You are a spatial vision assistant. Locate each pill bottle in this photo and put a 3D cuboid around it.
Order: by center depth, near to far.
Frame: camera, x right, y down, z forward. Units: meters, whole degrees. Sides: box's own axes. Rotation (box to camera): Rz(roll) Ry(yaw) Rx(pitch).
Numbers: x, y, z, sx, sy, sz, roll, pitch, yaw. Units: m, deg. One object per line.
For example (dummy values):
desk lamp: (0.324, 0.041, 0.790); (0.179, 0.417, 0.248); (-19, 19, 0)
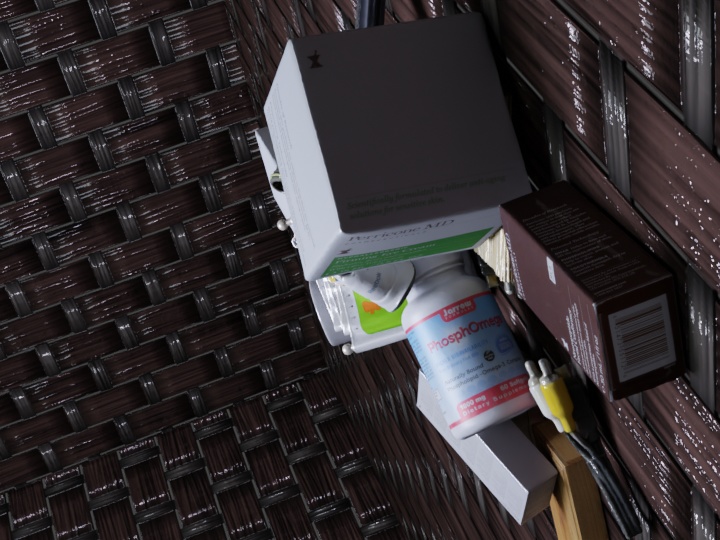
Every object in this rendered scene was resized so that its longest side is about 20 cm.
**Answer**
pill bottle: (0.113, 0.078, 1.400); (0.109, 0.108, 0.201); (105, 140, -77)
pill bottle: (0.044, 0.019, 1.566); (0.114, 0.199, 0.115); (-20, -90, -86)

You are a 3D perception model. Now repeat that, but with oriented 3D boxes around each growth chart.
growth chart: (0.000, 0.000, 1.494); (0.201, 0.144, 0.018); (64, -155, 4)

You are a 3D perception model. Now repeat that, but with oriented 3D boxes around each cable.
cable: (0.224, 0.182, 1.295); (0.097, 0.050, 0.201); (84, 165, -80)
cable: (0.146, -0.064, 1.387); (0.097, 0.050, 0.201); (21, -120, -78)

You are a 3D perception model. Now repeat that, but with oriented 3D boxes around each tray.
tray: (0.250, 0.279, 1.465); (0.099, 0.037, 0.201); (-127, 19, -64)

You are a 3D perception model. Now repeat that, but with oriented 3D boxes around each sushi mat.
sushi mat: (0.132, -0.096, 1.277); (0.096, 0.012, 0.201); (-126, 29, -63)

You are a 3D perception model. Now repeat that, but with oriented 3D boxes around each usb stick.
usb stick: (0.012, -0.292, 1.420); (0.055, 0.032, 0.201); (163, 112, -76)

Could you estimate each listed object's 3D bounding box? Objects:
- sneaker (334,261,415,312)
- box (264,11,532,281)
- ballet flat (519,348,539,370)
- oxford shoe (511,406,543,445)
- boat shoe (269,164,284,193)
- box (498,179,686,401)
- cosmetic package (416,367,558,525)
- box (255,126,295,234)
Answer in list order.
sneaker: (-0.014, -0.027, 1.405); (0.087, 0.075, 0.200); (22, -170, -33)
box: (0.031, -0.118, 1.226); (0.171, 0.198, 0.201); (128, 129, -69)
ballet flat: (0.152, 0.096, 1.533); (0.075, 0.068, 0.200); (27, -175, -18)
oxford shoe: (0.185, 0.205, 1.581); (0.200, 0.074, 0.071); (79, 168, -48)
boat shoe: (-0.037, -0.092, 1.427); (0.072, 0.060, 0.202); (34, 178, -38)
box: (0.192, 0.012, 1.067); (0.200, 0.075, 0.100); (-120, 12, -60)
cosmetic package: (0.145, 0.194, 1.473); (0.200, 0.051, 0.083); (48, 154, 29)
box: (-0.018, -0.143, 1.645); (0.152, 0.199, 0.107); (-121, 14, -58)
